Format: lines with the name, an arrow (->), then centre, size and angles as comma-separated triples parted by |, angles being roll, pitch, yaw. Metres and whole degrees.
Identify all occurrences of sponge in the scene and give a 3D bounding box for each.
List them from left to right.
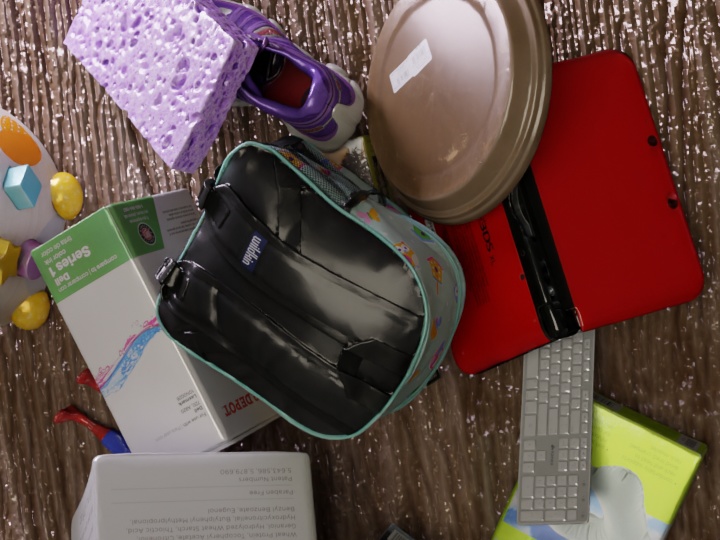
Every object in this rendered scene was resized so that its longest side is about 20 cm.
sponge -> -0.159, -0.175, 1.435 | 0.200, 0.030, 0.112 | 47, 116, 40

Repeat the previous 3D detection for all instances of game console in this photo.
game console -> 0.138, -0.043, 1.408 | 0.172, 0.118, 0.202 | -28, 74, 48

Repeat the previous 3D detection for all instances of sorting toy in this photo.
sorting toy -> -0.316, -0.018, 1.472 | 0.106, 0.180, 0.202 | 21, 101, 13

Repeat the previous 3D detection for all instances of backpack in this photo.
backpack -> -0.025, 0.018, 1.352 | 0.199, 0.153, 0.177 | 37, 108, 21

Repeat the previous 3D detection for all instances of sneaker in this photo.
sneaker -> -0.085, -0.165, 1.426 | 0.199, 0.083, 0.081 | 28, 88, 29

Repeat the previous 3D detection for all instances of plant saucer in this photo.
plant saucer -> 0.065, -0.135, 1.370 | 0.199, 0.029, 0.202 | -8, 80, 53

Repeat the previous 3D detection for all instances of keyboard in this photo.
keyboard -> 0.148, 0.092, 1.391 | 0.056, 0.011, 0.202 | -3, 68, 19

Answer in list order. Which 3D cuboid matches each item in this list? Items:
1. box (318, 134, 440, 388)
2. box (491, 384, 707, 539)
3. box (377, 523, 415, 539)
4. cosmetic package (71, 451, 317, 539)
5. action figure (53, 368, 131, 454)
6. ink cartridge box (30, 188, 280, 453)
box -> 0.000, 0.000, 1.450 | 0.075, 0.050, 0.202 | -15, 92, 17
box -> 0.170, 0.200, 1.423 | 0.121, 0.048, 0.202 | 25, 101, 14
box -> 0.070, 0.308, 1.443 | 0.199, 0.040, 0.138 | 35, 125, 10
cosmetic package -> -0.123, 0.255, 1.367 | 0.163, 0.165, 0.202 | 1, 65, -14
action figure -> -0.160, 0.161, 1.516 | 0.199, 0.052, 0.066 | 34, 100, 8
ink cartridge box -> -0.151, 0.048, 1.448 | 0.083, 0.145, 0.201 | -28, 88, 20
